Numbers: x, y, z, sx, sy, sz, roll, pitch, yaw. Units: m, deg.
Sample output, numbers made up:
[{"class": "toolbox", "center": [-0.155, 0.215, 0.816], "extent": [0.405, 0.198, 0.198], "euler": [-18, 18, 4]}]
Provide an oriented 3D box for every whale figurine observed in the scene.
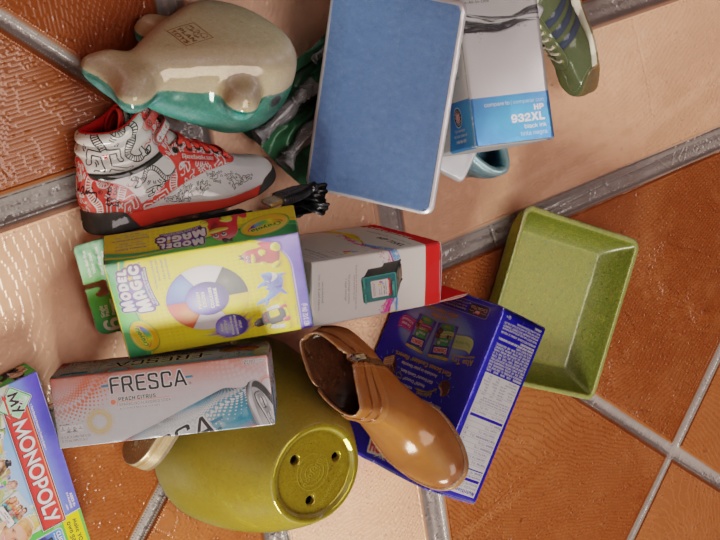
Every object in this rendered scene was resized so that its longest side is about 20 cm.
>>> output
[{"class": "whale figurine", "center": [-0.152, -0.167, 1.266], "extent": [0.200, 0.159, 0.104], "euler": [-24, 142, -42]}]

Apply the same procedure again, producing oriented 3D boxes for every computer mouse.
[{"class": "computer mouse", "center": [-0.120, -0.034, 1.319], "extent": [0.200, 0.140, 0.046], "euler": [-14, 85, -34]}]

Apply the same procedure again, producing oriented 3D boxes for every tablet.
[{"class": "tablet", "center": [0.022, -0.160, 1.318], "extent": [0.014, 0.130, 0.200], "euler": [-35, 136, -66]}]

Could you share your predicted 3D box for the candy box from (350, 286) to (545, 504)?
[{"class": "candy box", "center": [0.083, 0.123, 1.497], "extent": [0.077, 0.169, 0.200], "euler": [25, 87, -37]}]

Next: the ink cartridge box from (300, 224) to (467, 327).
[{"class": "ink cartridge box", "center": [0.000, 0.000, 1.436], "extent": [0.200, 0.116, 0.067], "euler": [-10, 107, -36]}]

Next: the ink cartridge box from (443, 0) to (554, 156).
[{"class": "ink cartridge box", "center": [0.113, -0.215, 1.361], "extent": [0.084, 0.145, 0.200], "euler": [-8, 93, -11]}]

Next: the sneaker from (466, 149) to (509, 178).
[{"class": "sneaker", "center": [0.106, -0.182, 1.490], "extent": [0.074, 0.082, 0.200], "euler": [-45, 123, -21]}]

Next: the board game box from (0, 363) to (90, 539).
[{"class": "board game box", "center": [-0.331, 0.202, 1.294], "extent": [0.134, 0.029, 0.200], "euler": [-26, 116, -29]}]

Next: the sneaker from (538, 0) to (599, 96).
[{"class": "sneaker", "center": [0.197, -0.276, 1.551], "extent": [0.090, 0.067, 0.200], "euler": [-24, 115, -22]}]

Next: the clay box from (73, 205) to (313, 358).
[{"class": "clay box", "center": [-0.149, 0.013, 1.281], "extent": [0.200, 0.048, 0.115], "euler": [-11, 130, -3]}]

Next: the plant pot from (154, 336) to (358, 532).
[{"class": "plant pot", "center": [-0.083, 0.177, 1.403], "extent": [0.200, 0.142, 0.200], "euler": [-11, 108, -36]}]

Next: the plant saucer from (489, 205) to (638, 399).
[{"class": "plant saucer", "center": [0.218, 0.036, 1.655], "extent": [0.199, 0.048, 0.200], "euler": [14, 93, -39]}]

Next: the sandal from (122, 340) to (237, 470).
[{"class": "sandal", "center": [-0.182, 0.086, 1.348], "extent": [0.070, 0.078, 0.212], "euler": [28, 91, -37]}]

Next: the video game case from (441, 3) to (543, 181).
[{"class": "video game case", "center": [0.065, -0.219, 1.437], "extent": [0.182, 0.024, 0.200], "euler": [26, 85, -10]}]

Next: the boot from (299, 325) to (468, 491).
[{"class": "boot", "center": [0.017, 0.134, 1.353], "extent": [0.074, 0.200, 0.155], "euler": [-46, 168, 3]}]

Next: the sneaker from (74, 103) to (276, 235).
[{"class": "sneaker", "center": [-0.169, -0.108, 1.311], "extent": [0.201, 0.067, 0.108], "euler": [-18, 115, -30]}]

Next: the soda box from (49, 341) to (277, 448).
[{"class": "soda box", "center": [-0.178, 0.113, 1.299], "extent": [0.200, 0.064, 0.069], "euler": [-7, 99, 0]}]

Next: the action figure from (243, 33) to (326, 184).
[{"class": "action figure", "center": [-0.022, -0.186, 1.381], "extent": [0.118, 0.055, 0.200], "euler": [44, 80, -14]}]
